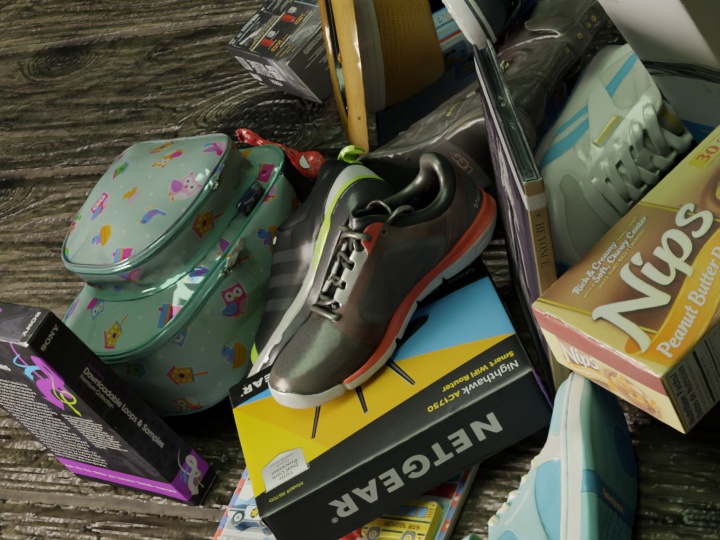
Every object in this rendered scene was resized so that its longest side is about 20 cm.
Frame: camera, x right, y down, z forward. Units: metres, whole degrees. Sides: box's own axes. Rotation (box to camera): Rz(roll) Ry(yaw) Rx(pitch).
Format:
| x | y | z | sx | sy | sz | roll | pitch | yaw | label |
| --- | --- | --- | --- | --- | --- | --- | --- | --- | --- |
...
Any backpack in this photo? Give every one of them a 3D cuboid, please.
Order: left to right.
| x | y | z | sx | sy | sz | roll | pitch | yaw | label |
| --- | --- | --- | --- | --- | --- | --- | --- | --- | --- |
| -0.132 | 0.001 | 1.473 | 0.175 | 0.153 | 0.201 | 1 | 60 | 47 | backpack |

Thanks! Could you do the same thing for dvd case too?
| x | y | z | sx | sy | sz | roll | pitch | yaw | label |
| --- | --- | --- | --- | --- | --- | --- | --- | --- | --- |
| 0.105 | -0.024 | 1.255 | 0.016 | 0.201 | 0.149 | -14 | 40 | 0 | dvd case |

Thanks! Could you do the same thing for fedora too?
| x | y | z | sx | sy | sz | roll | pitch | yaw | label |
| --- | --- | --- | --- | --- | --- | --- | --- | --- | --- |
| 0.016 | -0.178 | 1.461 | 0.081 | 0.202 | 0.201 | -10 | 41 | -3 | fedora |

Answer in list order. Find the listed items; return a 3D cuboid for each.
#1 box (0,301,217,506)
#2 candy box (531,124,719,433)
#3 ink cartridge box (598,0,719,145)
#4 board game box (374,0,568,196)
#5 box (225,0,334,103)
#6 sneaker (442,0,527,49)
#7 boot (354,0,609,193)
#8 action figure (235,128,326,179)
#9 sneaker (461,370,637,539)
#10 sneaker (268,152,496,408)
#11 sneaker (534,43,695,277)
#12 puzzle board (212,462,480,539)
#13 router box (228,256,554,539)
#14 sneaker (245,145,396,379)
| x | y | z | sx | sy | sz | roll | pitch | yaw | label |
| --- | --- | --- | --- | --- | --- | --- | --- | --- | --- |
| -0.210 | 0.092 | 1.416 | 0.142 | 0.200 | 0.036 | 7 | 58 | 45 | box |
| 0.212 | -0.007 | 1.176 | 0.200 | 0.055 | 0.115 | -43 | 39 | -15 | candy box |
| 0.246 | -0.181 | 1.271 | 0.086 | 0.200 | 0.147 | 22 | 70 | 50 | ink cartridge box |
| 0.082 | -0.131 | 1.505 | 0.150 | 0.037 | 0.201 | -27 | 39 | 21 | board game box |
| -0.009 | -0.235 | 1.646 | 0.200 | 0.050 | 0.158 | -49 | 24 | -7 | box |
| 0.093 | -0.219 | 1.443 | 0.079 | 0.079 | 0.200 | -32 | 14 | 11 | sneaker |
| 0.094 | -0.122 | 1.409 | 0.199 | 0.069 | 0.175 | -19 | 29 | 47 | boot |
| -0.100 | -0.084 | 1.607 | 0.199 | 0.052 | 0.065 | 4 | 31 | 42 | action figure |
| 0.095 | 0.152 | 1.187 | 0.130 | 0.080 | 0.201 | -17 | 43 | 28 | sneaker |
| 0.000 | 0.000 | 1.308 | 0.200 | 0.082 | 0.077 | -48 | 36 | -11 | sneaker |
| 0.174 | -0.081 | 1.337 | 0.080 | 0.076 | 0.201 | -11 | 46 | 47 | sneaker |
| -0.019 | 0.166 | 1.326 | 0.199 | 0.017 | 0.151 | -1 | 53 | 42 | puzzle board |
| 0.018 | 0.087 | 1.312 | 0.199 | 0.051 | 0.150 | -30 | 33 | 5 | router box |
| -0.032 | 0.008 | 1.403 | 0.083 | 0.071 | 0.201 | 47 | 115 | 47 | sneaker |
